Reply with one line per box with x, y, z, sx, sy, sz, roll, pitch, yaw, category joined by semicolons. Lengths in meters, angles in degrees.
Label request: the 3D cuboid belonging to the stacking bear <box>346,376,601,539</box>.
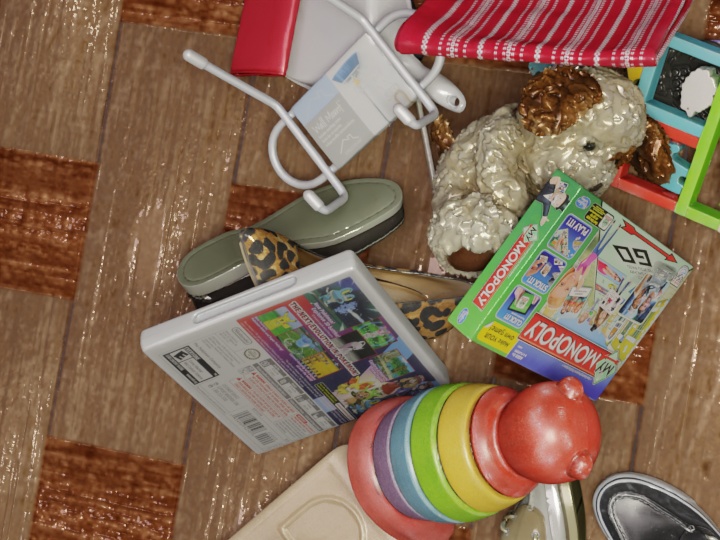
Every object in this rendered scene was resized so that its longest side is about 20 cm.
0.096;0.134;1.199;0.199;0.113;0.122;-19;65;43;stacking bear

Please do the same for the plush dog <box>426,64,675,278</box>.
0.142;-0.089;1.203;0.172;0.200;0.161;-35;61;29;plush dog

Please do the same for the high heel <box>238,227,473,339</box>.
0.000;0.000;1.253;0.142;0.200;0.072;-22;52;17;high heel

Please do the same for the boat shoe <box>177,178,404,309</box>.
-0.051;-0.015;1.331;0.200;0.061;0.072;-21;38;7;boat shoe

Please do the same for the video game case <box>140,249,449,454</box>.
-0.047;0.070;1.259;0.181;0.200;0.023;-21;53;14;video game case

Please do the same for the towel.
0.138;-0.190;1.188;0.199;0.145;0.023;7;122;22;towel

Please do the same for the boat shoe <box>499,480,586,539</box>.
0.143;0.207;1.251;0.068;0.075;0.201;-10;82;15;boat shoe

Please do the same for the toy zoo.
0.221;-0.126;1.243;0.199;0.020;0.132;26;117;24;toy zoo

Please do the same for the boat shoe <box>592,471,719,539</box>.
0.257;0.233;1.218;0.072;0.068;0.200;-46;76;9;boat shoe

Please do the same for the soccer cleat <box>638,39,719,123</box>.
0.316;-0.154;1.233;0.199;0.073;0.069;-2;105;34;soccer cleat

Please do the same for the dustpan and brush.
0.012;-0.185;1.308;0.200;0.057;0.140;46;116;41;dustpan and brush

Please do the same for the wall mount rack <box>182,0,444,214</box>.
-0.036;-0.150;1.263;0.200;0.075;0.174;-41;86;32;wall mount rack

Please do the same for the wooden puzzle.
-0.026;0.274;1.316;0.200;0.046;0.185;-40;77;6;wooden puzzle

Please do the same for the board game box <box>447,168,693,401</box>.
0.163;0.016;1.194;0.029;0.200;0.135;40;99;38;board game box

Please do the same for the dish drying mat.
-0.066;-0.263;1.350;0.077;0.018;0.201;8;86;54;dish drying mat

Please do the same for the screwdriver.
0.052;-0.136;1.320;0.029;0.028;0.201;-24;76;43;screwdriver
